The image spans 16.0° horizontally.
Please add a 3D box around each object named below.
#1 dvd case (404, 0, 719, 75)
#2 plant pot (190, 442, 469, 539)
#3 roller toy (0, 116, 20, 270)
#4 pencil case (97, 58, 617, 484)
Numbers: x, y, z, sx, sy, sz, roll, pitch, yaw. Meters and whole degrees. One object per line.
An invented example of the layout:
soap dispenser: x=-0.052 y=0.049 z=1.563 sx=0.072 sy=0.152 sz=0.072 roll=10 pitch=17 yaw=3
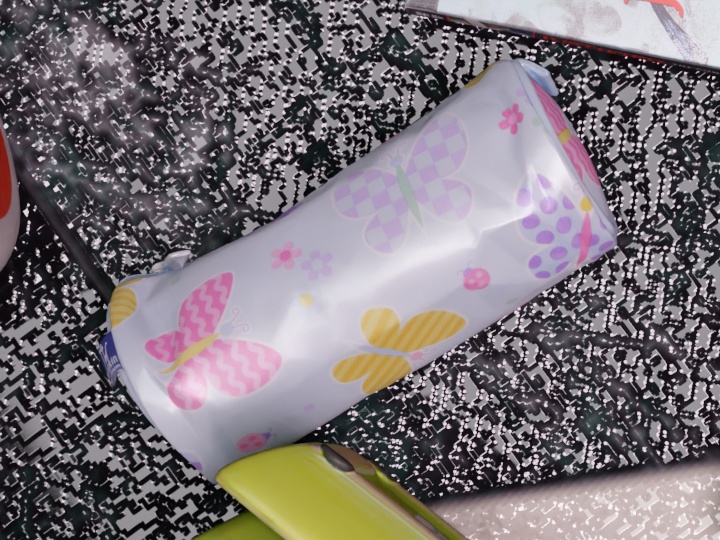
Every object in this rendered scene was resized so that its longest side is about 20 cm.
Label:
dvd case: x=0.128 y=-0.149 z=0.968 sx=0.200 sy=0.022 sz=0.146 roll=13 pitch=93 yaw=7
plant pot: x=-0.014 y=0.172 z=0.930 sx=0.199 sy=0.200 sz=0.182 roll=38 pitch=90 yaw=7
roller toy: x=-0.228 y=-0.056 z=0.962 sx=0.140 sy=0.182 sz=0.200 roll=-25 pitch=87 yaw=9
pencil case: x=0.000 y=0.000 z=0.980 sx=0.200 sy=0.083 sz=0.091 roll=-30 pitch=49 yaw=8
